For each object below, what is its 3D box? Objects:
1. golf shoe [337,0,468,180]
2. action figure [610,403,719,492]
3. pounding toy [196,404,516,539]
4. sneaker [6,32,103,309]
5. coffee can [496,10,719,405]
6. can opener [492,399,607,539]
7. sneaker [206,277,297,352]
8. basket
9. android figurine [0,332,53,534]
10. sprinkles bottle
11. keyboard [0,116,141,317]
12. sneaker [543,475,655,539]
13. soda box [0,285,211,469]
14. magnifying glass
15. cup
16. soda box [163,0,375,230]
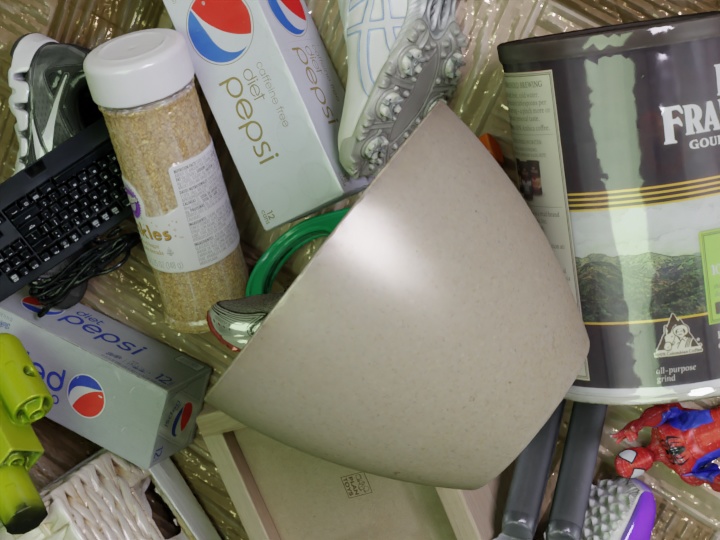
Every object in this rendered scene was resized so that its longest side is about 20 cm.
[{"bbox_3d":[0.019,-0.160,0.935,0.097,0.078,0.200,31,107,31],"label":"golf shoe"},{"bbox_3d":[0.230,0.091,0.869,0.200,0.099,0.065,-26,88,31],"label":"action figure"},{"bbox_3d":[-0.010,0.111,0.982,0.200,0.142,0.184,-16,105,26],"label":"pounding toy"},{"bbox_3d":[-0.202,-0.068,1.057,0.090,0.066,0.201,6,102,27],"label":"sneaker"},{"bbox_3d":[0.163,-0.040,0.841,0.146,0.146,0.201,-4,101,27],"label":"coffee can"},{"bbox_3d":[0.112,0.158,0.913,0.053,0.200,0.067,11,149,12],"label":"can opener"},{"bbox_3d":[0.000,0.000,0.916,0.200,0.078,0.082,-18,108,-6],"label":"sneaker"},{"bbox_3d":[-0.221,0.229,1.101,0.200,0.123,0.136,-35,86,27],"label":"basket"},{"bbox_3d":[-0.292,0.124,1.057,0.182,0.041,0.200,-52,55,19],"label":"android figurine"},{"bbox_3d":[-0.124,-0.057,0.986,0.068,0.068,0.200,1,122,26],"label":"sprinkles bottle"},{"bbox_3d":[-0.195,-0.031,1.020,0.200,0.040,0.104,-34,129,0],"label":"keyboard"},{"bbox_3d":[0.157,0.233,0.955,0.099,0.070,0.200,23,92,-19],"label":"sneaker"},{"bbox_3d":[-0.213,0.069,1.095,0.200,0.063,0.068,24,111,19],"label":"soda box"},{"bbox_3d":[0.007,-0.028,0.972,0.200,0.080,0.022,-33,126,20],"label":"magnifying glass"},{"bbox_3d":[0.034,0.032,0.779,0.143,0.200,0.200,38,116,0],"label":"cup"},{"bbox_3d":[-0.063,-0.133,0.976,0.068,0.064,0.200,-24,91,28],"label":"soda box"}]
